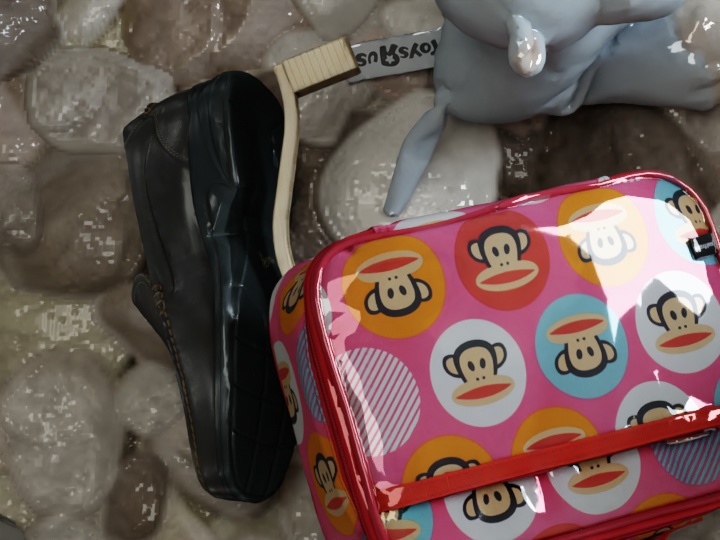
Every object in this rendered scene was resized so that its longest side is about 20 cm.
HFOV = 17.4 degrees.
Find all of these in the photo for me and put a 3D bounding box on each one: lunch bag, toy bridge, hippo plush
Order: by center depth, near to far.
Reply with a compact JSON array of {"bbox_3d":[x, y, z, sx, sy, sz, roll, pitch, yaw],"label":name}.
[{"bbox_3d":[0.071,0.059,1.002,0.200,0.082,0.176,-13,83,-21],"label":"lunch bag"},{"bbox_3d":[0.076,-0.145,1.045,0.200,0.161,0.159,-17,74,4],"label":"hippo plush"},{"bbox_3d":[0.000,0.000,1.060,0.067,0.027,0.200,-21,90,2],"label":"toy bridge"}]

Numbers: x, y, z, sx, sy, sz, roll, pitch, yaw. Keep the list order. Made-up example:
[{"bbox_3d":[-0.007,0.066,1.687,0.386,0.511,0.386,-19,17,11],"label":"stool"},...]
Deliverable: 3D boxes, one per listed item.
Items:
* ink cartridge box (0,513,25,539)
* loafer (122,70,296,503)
[{"bbox_3d":[-0.249,0.190,1.044,0.200,0.083,0.147,-10,73,6],"label":"ink cartridge box"},{"bbox_3d":[-0.069,0.011,1.082,0.072,0.073,0.200,-13,68,27],"label":"loafer"}]
